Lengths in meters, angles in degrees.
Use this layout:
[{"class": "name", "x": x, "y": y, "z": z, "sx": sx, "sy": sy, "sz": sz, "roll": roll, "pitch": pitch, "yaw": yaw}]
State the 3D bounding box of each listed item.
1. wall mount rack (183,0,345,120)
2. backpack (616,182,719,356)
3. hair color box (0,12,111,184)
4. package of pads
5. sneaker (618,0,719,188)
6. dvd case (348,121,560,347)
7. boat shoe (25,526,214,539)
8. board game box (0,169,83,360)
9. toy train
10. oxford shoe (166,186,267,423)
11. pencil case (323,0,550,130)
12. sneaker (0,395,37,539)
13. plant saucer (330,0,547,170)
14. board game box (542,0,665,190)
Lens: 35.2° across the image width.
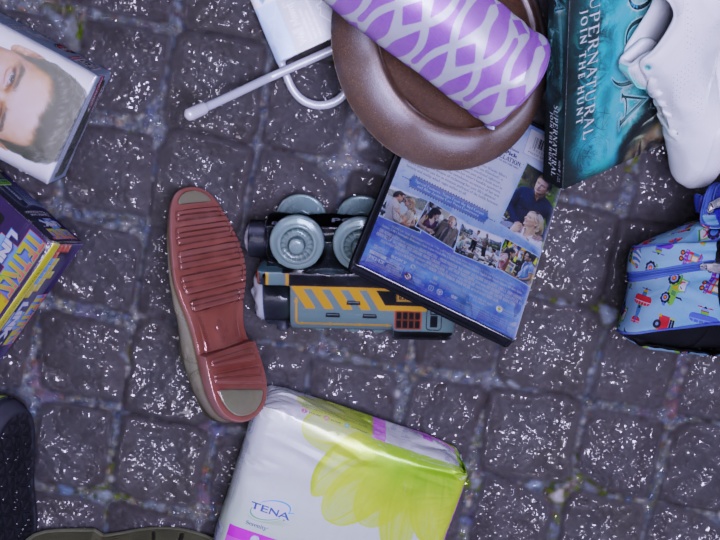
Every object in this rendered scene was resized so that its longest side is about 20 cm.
[{"class": "wall mount rack", "x": -0.084, "y": -0.215, "z": 0.915, "sx": 0.171, "sy": 0.075, "sz": 0.203, "roll": -23, "pitch": 100, "yaw": 2}, {"class": "backpack", "x": 0.305, "y": -0.002, "z": 0.908, "sx": 0.197, "sy": 0.181, "sz": 0.137, "roll": -7, "pitch": 89, "yaw": 36}, {"class": "hair color box", "x": -0.318, "y": -0.164, "z": 0.932, "sx": 0.198, "sy": 0.061, "sz": 0.100, "roll": 28, "pitch": 99, "yaw": -6}, {"class": "package of pads", "x": -0.017, "y": 0.201, "z": 1.001, "sx": 0.197, "sy": 0.068, "sz": 0.157, "roll": 18, "pitch": 101, "yaw": -4}, {"class": "sneaker", "x": 0.239, "y": -0.149, "z": 0.870, "sx": 0.087, "sy": 0.076, "sz": 0.203, "roll": -13, "pitch": 128, "yaw": -8}, {"class": "dvd case", "x": 0.086, "y": -0.054, "z": 0.916, "sx": 0.141, "sy": 0.018, "sz": 0.202, "roll": 25, "pitch": 62, "yaw": -4}, {"class": "boat shoe", "x": -0.204, "y": 0.276, "z": 1.017, "sx": 0.196, "sy": 0.075, "sz": 0.070, "roll": 3, "pitch": 107, "yaw": 6}, {"class": "board game box", "x": -0.354, "y": 0.003, "z": 0.946, "sx": 0.165, "sy": 0.057, "sz": 0.201, "roll": 40, "pitch": 99, "yaw": 8}, {"class": "toy train", "x": 0.000, "y": 0.000, "z": 0.959, "sx": 0.196, "sy": 0.085, "sz": 0.116, "roll": 1, "pitch": 111, "yaw": 0}, {"class": "oxford shoe", "x": -0.137, "y": 0.032, "z": 0.968, "sx": 0.070, "sy": 0.073, "sz": 0.204, "roll": -5, "pitch": 81, "yaw": -36}, {"class": "pencil case", "x": 0.051, "y": -0.191, "z": 0.834, "sx": 0.199, "sy": 0.086, "sz": 0.084, "roll": 34, "pitch": 129, "yaw": -21}, {"class": "sneaker", "x": -0.338, "y": 0.196, "z": 1.010, "sx": 0.081, "sy": 0.071, "sz": 0.204, "roll": 13, "pitch": 101, "yaw": 22}, {"class": "plant saucer", "x": 0.072, "y": -0.183, "z": 0.904, "sx": 0.197, "sy": 0.032, "sz": 0.205, "roll": 1, "pitch": 87, "yaw": -23}, {"class": "board game box", "x": 0.203, "y": -0.176, "z": 0.882, "sx": 0.134, "sy": 0.028, "sz": 0.203, "roll": -23, "pitch": 129, "yaw": -24}]
